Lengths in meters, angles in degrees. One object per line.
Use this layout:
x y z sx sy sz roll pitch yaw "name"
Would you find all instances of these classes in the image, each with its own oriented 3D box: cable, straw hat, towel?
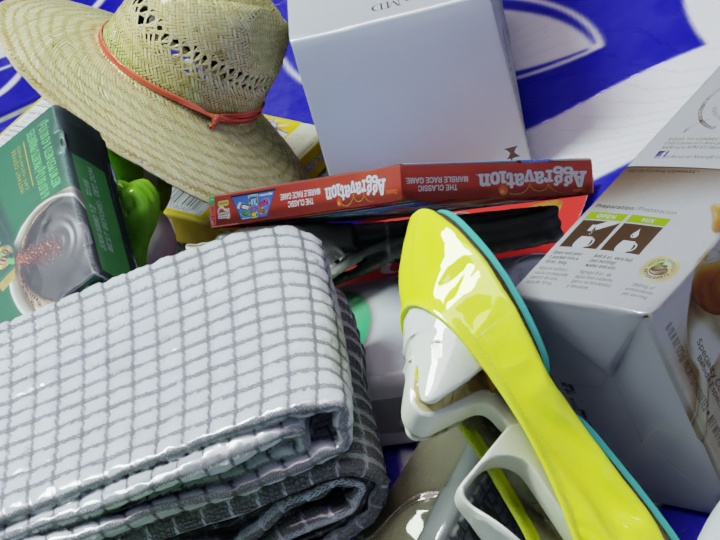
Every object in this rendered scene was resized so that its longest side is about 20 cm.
0.000 0.000 1.243 0.200 0.050 0.097 -4 -1 5 "cable"
-0.087 -0.119 1.352 0.085 0.201 0.201 -55 22 20 "straw hat"
-0.091 0.077 1.124 0.200 0.086 0.166 -22 31 6 "towel"

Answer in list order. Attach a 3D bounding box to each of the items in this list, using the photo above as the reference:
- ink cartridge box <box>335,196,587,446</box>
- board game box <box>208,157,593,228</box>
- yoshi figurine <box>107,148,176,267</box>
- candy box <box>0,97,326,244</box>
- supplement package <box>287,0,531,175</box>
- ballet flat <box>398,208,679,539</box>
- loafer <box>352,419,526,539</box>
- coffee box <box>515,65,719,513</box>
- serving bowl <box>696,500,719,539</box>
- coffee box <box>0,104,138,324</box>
0.018 0.010 1.269 0.161 0.050 0.200 -10 35 28 "ink cartridge box"
0.015 -0.036 1.233 0.103 0.019 0.200 -4 0 -28 "board game box"
-0.146 -0.001 1.300 0.112 0.112 0.200 13 46 -5 "yoshi figurine"
-0.124 -0.064 1.480 0.200 0.026 0.102 14 43 34 "candy box"
0.024 -0.136 1.419 0.114 0.110 0.200 -14 30 5 "supplement package"
0.057 0.064 1.029 0.067 0.200 0.067 -26 -18 -22 "ballet flat"
0.054 0.067 1.116 0.070 0.075 0.200 2 40 35 "loafer"
0.168 -0.005 1.100 0.080 0.114 0.200 7 44 46 "coffee box"
0.207 0.103 0.946 0.200 0.066 0.200 -19 30 12 "serving bowl"
-0.200 0.023 1.252 0.200 0.044 0.123 -35 46 19 "coffee box"
